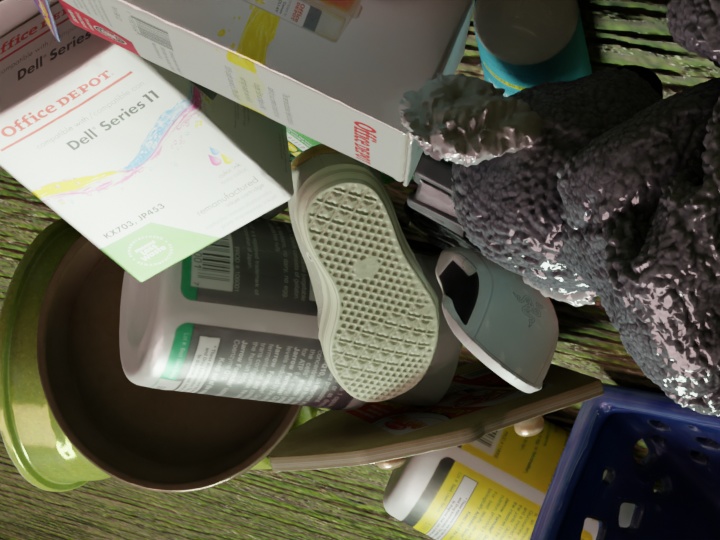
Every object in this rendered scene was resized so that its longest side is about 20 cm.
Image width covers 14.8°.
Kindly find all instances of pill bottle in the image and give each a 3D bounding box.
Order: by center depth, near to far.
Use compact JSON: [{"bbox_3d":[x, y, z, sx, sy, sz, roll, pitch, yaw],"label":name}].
[{"bbox_3d":[-0.043,0.027,1.736,0.198,0.114,0.113,8,169,-18],"label":"pill bottle"},{"bbox_3d":[0.125,0.166,1.979,0.199,0.113,0.112,28,163,-3],"label":"pill bottle"}]

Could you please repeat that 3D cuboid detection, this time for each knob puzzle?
[{"bbox_3d":[0.038,0.102,1.775,0.219,0.219,0.031,-1,106,57],"label":"knob puzzle"}]

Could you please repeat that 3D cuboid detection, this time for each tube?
[{"bbox_3d":[0.092,-0.090,1.404,0.077,0.051,0.200,31,169,17],"label":"tube"}]

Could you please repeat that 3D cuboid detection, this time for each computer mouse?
[{"bbox_3d":[0.081,0.011,1.599,0.109,0.044,0.200,38,-168,-18],"label":"computer mouse"}]

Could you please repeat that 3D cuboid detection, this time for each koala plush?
[{"bbox_3d":[0.120,-0.034,1.271,0.199,0.185,0.177,12,157,38],"label":"koala plush"}]

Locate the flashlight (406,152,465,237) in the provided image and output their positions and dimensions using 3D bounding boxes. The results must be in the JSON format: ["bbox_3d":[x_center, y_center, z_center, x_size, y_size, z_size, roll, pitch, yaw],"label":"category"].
[{"bbox_3d":[0.125,-0.013,1.550,0.199,0.068,0.068,27,137,10],"label":"flashlight"}]

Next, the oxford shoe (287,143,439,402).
[{"bbox_3d":[0.000,0.000,1.638,0.058,0.075,0.201,-115,5,-45],"label":"oxford shoe"}]

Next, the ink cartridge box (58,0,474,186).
[{"bbox_3d":[-0.048,-0.130,1.384,0.199,0.084,0.145,26,174,3],"label":"ink cartridge box"}]

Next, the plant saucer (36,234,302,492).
[{"bbox_3d":[-0.123,0.050,1.890,0.199,0.201,0.029,22,-177,14],"label":"plant saucer"}]

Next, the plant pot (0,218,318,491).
[{"bbox_3d":[-0.133,0.068,1.990,0.183,0.202,0.201,5,155,26],"label":"plant pot"}]

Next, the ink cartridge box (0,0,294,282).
[{"bbox_3d":[-0.141,-0.091,1.543,0.117,0.068,0.200,-29,133,23],"label":"ink cartridge box"}]

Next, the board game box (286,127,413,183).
[{"bbox_3d":[-0.060,-0.110,1.601,0.200,0.024,0.105,36,159,-25],"label":"board game box"}]

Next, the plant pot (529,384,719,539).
[{"bbox_3d":[0.236,0.207,1.807,0.199,0.201,0.180,11,164,42],"label":"plant pot"}]

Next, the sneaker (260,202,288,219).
[{"bbox_3d":[-0.129,-0.065,1.759,0.199,0.071,0.080,14,162,36],"label":"sneaker"}]

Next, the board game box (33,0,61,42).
[{"bbox_3d":[-0.206,-0.194,1.387,0.159,0.039,0.200,63,173,17],"label":"board game box"}]
